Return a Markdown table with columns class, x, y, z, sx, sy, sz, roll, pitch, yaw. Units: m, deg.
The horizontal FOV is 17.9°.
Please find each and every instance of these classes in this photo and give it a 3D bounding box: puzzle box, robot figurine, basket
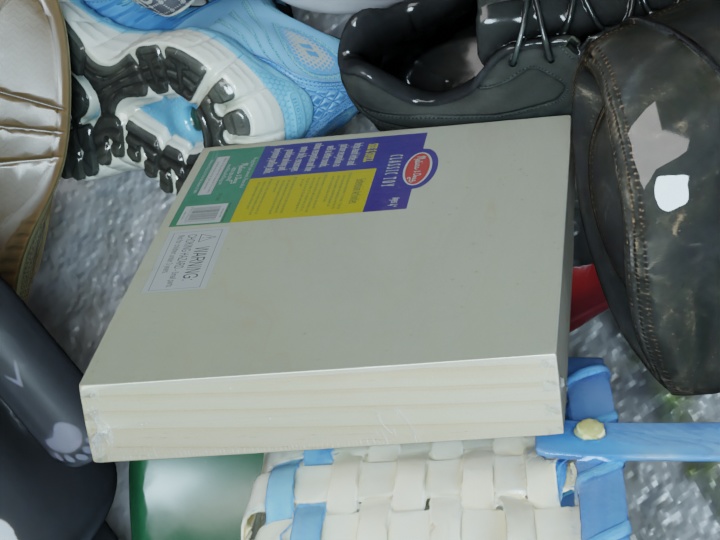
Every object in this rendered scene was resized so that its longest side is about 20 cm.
| class | x | y | z | sx | sy | sz | roll | pitch | yaw |
| --- | --- | --- | --- | --- | --- | --- | --- | --- | --- |
| puzzle box | 0.000 | 0.000 | 0.698 | 0.132 | 0.200 | 0.026 | -5 | 112 | 9 |
| robot figurine | -0.165 | 0.060 | 0.811 | 0.150 | 0.201 | 0.125 | -35 | 17 | 1 |
| basket | 0.065 | 0.116 | 0.655 | 0.198 | 0.178 | 0.139 | -1 | 31 | -1 |

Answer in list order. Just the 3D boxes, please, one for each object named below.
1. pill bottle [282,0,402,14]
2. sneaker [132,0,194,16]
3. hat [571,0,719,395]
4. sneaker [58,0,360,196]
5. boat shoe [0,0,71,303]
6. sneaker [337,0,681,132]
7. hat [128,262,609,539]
| class | x | y | z | sx | sy | sz | roll | pitch | yaw |
| --- | --- | --- | --- | --- | --- | --- | --- | --- | --- |
| pill bottle | -0.021 | -0.207 | 0.868 | 0.113 | 0.113 | 0.201 | -33 | 60 | 18 |
| sneaker | -0.091 | -0.158 | 0.892 | 0.076 | 0.080 | 0.200 | -44 | 18 | 22 |
| hat | 0.107 | -0.018 | 0.669 | 0.080 | 0.201 | 0.202 | -23 | 61 | -5 |
| sneaker | -0.069 | -0.076 | 0.888 | 0.199 | 0.089 | 0.079 | 26 | 128 | 48 |
| boat shoe | -0.156 | -0.023 | 0.885 | 0.065 | 0.071 | 0.202 | -117 | 38 | -73 |
| sneaker | 0.083 | -0.082 | 0.779 | 0.199 | 0.091 | 0.077 | -21 | 63 | 23 |
| hat | 0.028 | 0.073 | 0.805 | 0.200 | 0.175 | 0.167 | 143 | 124 | -63 |
